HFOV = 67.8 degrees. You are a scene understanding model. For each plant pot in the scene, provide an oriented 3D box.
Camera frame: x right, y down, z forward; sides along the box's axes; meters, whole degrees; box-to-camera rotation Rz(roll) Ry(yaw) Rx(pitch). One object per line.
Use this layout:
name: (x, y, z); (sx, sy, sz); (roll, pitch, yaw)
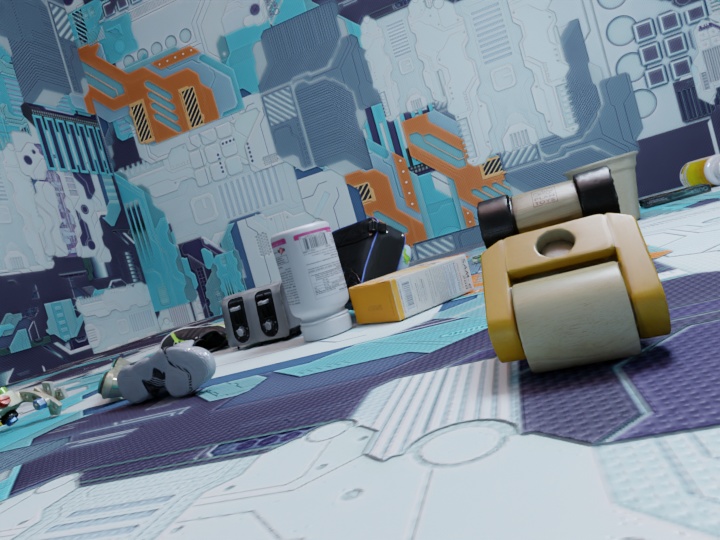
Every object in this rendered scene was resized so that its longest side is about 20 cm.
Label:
plant pot: (0.701, -0.218, 1.520); (0.199, 0.185, 0.200); (-16, 1, 0)

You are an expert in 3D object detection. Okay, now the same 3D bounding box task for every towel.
towel: (0.447, -0.063, 1.610); (0.199, 0.024, 0.152); (-15, 1, 33)

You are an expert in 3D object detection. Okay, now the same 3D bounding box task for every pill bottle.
pill bottle: (1.264, -0.357, 1.936); (0.108, 0.110, 0.200); (-16, 2, -1)
pill bottle: (-0.086, 0.020, 0.984); (0.113, 0.201, 0.113); (-16, 2, 1)

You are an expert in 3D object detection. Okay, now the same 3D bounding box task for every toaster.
toaster: (-0.178, 0.084, 1.183); (0.180, 0.120, 0.200); (-14, 3, 32)

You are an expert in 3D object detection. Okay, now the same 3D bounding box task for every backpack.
backpack: (0.000, 0.000, 1.128); (0.146, 0.184, 0.199); (27, -21, -34)

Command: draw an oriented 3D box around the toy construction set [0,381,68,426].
toy construction set: (-0.609, 0.232, 0.897); (0.131, 0.092, 0.200); (-42, -18, 25)

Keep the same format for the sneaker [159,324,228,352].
sneaker: (-0.393, 0.167, 1.270); (0.199, 0.072, 0.083); (-16, 3, 4)

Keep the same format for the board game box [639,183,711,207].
board game box: (1.075, -0.257, 1.840); (0.199, 0.028, 0.135); (-15, 3, 22)

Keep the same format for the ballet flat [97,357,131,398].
ballet flat: (-0.439, 0.205, 0.990); (0.062, 0.068, 0.200); (13, -3, -18)

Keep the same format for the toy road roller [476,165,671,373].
toy road roller: (0.185, 0.018, 0.473); (0.122, 0.146, 0.201); (-15, 39, 22)

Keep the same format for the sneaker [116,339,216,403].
sneaker: (-0.276, 0.145, 0.832); (0.199, 0.076, 0.115); (-19, 3, 30)

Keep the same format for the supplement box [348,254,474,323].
supplement box: (0.096, 0.033, 0.991); (0.199, 0.074, 0.126); (-17, 3, -38)
